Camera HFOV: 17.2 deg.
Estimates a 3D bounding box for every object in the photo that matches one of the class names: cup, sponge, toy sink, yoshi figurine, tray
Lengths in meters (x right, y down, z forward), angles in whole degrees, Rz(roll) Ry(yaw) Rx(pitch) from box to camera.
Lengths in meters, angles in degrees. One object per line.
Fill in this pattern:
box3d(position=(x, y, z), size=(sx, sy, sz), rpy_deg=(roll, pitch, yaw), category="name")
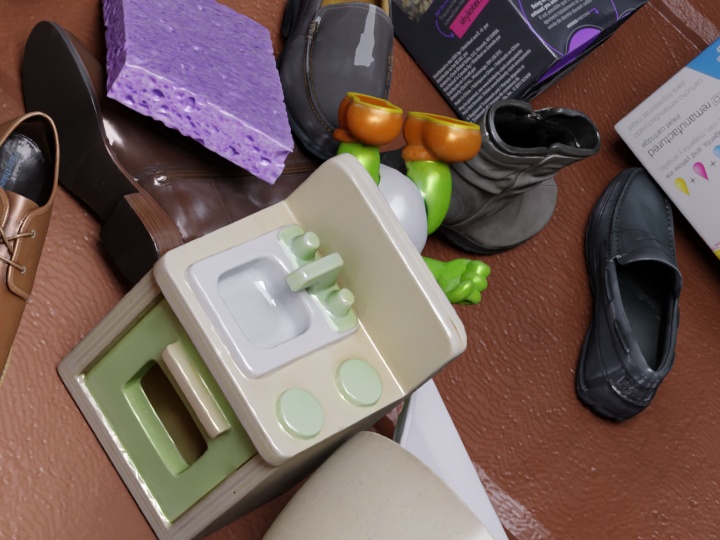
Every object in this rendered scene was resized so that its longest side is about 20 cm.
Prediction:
box3d(position=(-0.001, 0.208, 1.276), size=(0.143, 0.200, 0.201), rpy_deg=(-33, 84, -19), category="cup")
box3d(position=(-0.101, -0.125, 1.432), size=(0.111, 0.030, 0.200), rpy_deg=(27, 20, -18), category="sponge")
box3d(position=(-0.059, 0.048, 1.305), size=(0.112, 0.200, 0.131), rpy_deg=(-25, 80, -43), category="toy sink")
box3d(position=(0.010, 0.005, 1.391), size=(0.112, 0.201, 0.112), rpy_deg=(18, 9, 18), category="yoshi figurine")
box3d(position=(0.058, 0.161, 1.378), size=(0.108, 0.022, 0.200), rpy_deg=(-75, 144, -56), category="tray")

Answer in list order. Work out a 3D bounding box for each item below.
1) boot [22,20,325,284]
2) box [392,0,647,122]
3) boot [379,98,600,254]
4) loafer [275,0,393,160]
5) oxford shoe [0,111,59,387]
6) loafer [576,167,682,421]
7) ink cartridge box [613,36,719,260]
box3d(position=(-0.093, -0.079, 1.459), size=(0.200, 0.064, 0.187), rpy_deg=(-13, 70, -44), category="boot")
box3d(position=(0.078, -0.215, 1.632), size=(0.122, 0.106, 0.200), rpy_deg=(-34, 85, -43), category="box")
box3d(position=(0.103, -0.062, 1.517), size=(0.200, 0.130, 0.068), rpy_deg=(1, 72, -53), category="boot")
box3d(position=(-0.012, -0.142, 1.511), size=(0.073, 0.072, 0.200), rpy_deg=(19, 36, -21), category="loafer")
box3d(position=(-0.209, -0.006, 1.321), size=(0.071, 0.071, 0.201), rpy_deg=(24, 53, -24), category="oxford shoe")
box3d(position=(0.190, 0.008, 1.599), size=(0.068, 0.070, 0.201), rpy_deg=(28, 49, -20), category="loafer")
box3d(position=(0.309, -0.078, 1.664), size=(0.200, 0.147, 0.145), rpy_deg=(52, 28, 4), category="ink cartridge box")
